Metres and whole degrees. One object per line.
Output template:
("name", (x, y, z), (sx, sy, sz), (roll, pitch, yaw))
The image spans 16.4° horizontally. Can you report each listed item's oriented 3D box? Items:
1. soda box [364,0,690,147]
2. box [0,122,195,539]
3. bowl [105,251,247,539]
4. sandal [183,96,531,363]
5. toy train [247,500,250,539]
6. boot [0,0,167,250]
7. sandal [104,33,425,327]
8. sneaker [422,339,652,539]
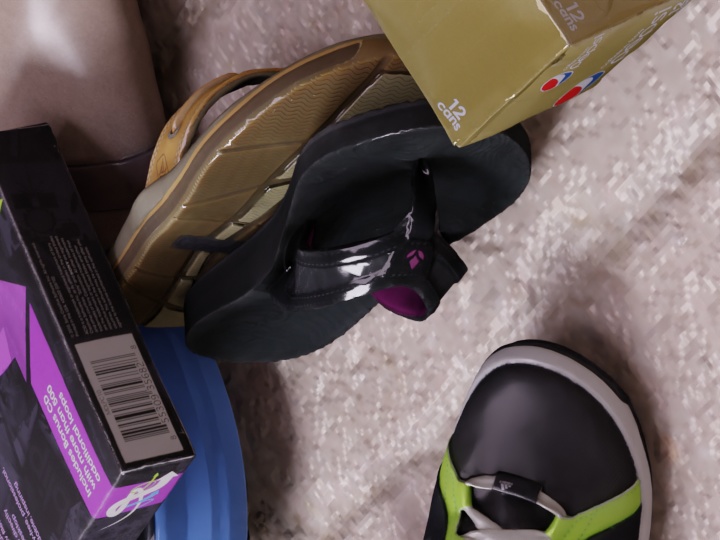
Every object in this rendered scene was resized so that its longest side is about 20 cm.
("soda box", (0.013, -0.142, 0.747), (0.201, 0.068, 0.064), (57, 140, 8))
("box", (-0.135, 0.062, 0.942), (0.144, 0.036, 0.200), (63, 144, 23))
("bowl", (-0.120, 0.087, 1.002), (0.200, 0.039, 0.202), (9, 101, 50))
("sandal", (0.001, 0.000, 0.832), (0.200, 0.075, 0.048), (134, 134, -57))
("toy train", (-0.111, 0.105, 1.050), (0.199, 0.034, 0.046), (-8, 92, 50))
("boot", (-0.100, -0.080, 0.918), (0.199, 0.070, 0.147), (-6, 112, 51))
("sandal", (-0.038, -0.037, 0.868), (0.200, 0.080, 0.054), (-39, 52, 51))
("sneaker", (0.045, 0.125, 0.808), (0.071, 0.083, 0.202), (12, 103, 16))
